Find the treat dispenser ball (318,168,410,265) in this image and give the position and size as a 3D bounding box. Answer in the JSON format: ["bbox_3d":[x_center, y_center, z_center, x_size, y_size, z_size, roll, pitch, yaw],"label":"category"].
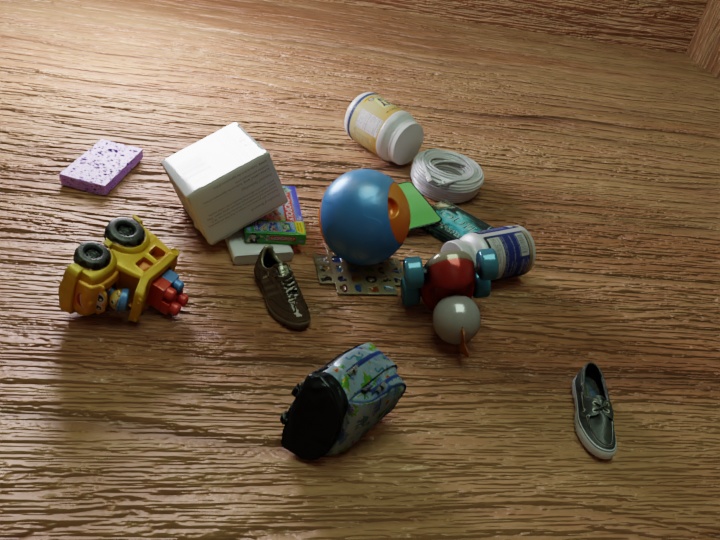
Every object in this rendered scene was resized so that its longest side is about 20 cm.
[{"bbox_3d":[0.009,-0.113,1.538,0.197,0.203,0.202,8,35,-6],"label":"treat dispenser ball"}]

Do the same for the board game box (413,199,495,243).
[{"bbox_3d":[0.242,-0.101,1.757,0.199,0.028,0.135,34,41,27],"label":"board game box"}]

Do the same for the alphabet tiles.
[{"bbox_3d":[0.000,0.000,1.561,0.196,0.006,0.167,2,37,-16],"label":"alphabet tiles"}]

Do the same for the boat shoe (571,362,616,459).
[{"bbox_3d":[0.423,0.248,1.303,0.067,0.057,0.201,10,35,-3],"label":"boat shoe"}]

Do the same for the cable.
[{"bbox_3d":[0.233,-0.255,1.935,0.197,0.070,0.201,-1,36,-20],"label":"cable"}]

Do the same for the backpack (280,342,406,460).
[{"bbox_3d":[-0.018,0.202,1.161,0.152,0.165,0.200,28,30,8],"label":"backpack"}]

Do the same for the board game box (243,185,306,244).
[{"bbox_3d":[-0.199,-0.128,1.611,0.132,0.029,0.201,1,37,-15],"label":"board game box"}]

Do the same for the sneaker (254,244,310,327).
[{"bbox_3d":[-0.157,0.029,1.410,0.070,0.076,0.200,-12,42,-31],"label":"sneaker"}]

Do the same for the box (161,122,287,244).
[{"bbox_3d":[-0.294,-0.192,1.553,0.198,0.132,0.199,-31,41,-13],"label":"box"}]

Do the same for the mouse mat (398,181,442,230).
[{"bbox_3d":[0.092,-0.155,1.773,0.158,0.008,0.201,-14,39,-15],"label":"mouse mat"}]

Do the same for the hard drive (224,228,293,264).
[{"bbox_3d":[-0.238,-0.086,1.587,0.130,0.027,0.201,-4,38,-23],"label":"hard drive"}]

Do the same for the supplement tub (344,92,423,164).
[{"bbox_3d":[0.066,-0.394,2.007,0.143,0.146,0.199,-22,48,-39],"label":"supplement tub"}]

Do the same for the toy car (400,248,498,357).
[{"bbox_3d":[0.182,0.079,1.417,0.181,0.177,0.203,-5,66,-3],"label":"toy car"}]

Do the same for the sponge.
[{"bbox_3d":[-0.604,-0.245,1.691,0.110,0.030,0.201,15,35,3],"label":"sponge"}]

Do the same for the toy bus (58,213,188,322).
[{"bbox_3d":[-0.415,0.025,1.308,0.191,0.136,0.200,34,40,3],"label":"toy bus"}]

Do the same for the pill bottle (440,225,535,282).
[{"bbox_3d":[0.281,-0.032,1.596,0.197,0.117,0.116,-10,40,-29],"label":"pill bottle"}]
